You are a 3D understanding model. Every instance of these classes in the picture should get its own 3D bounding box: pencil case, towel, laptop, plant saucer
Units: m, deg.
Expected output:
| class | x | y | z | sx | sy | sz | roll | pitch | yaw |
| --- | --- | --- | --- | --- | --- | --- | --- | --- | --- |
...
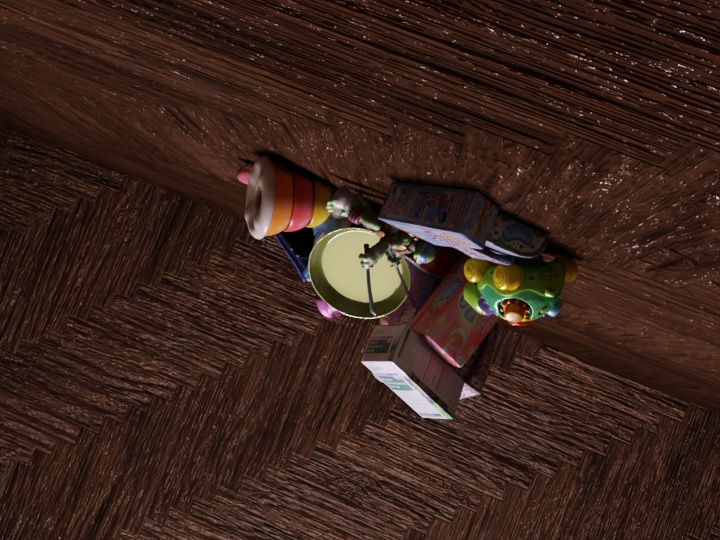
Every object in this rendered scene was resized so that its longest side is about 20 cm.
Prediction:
| class | x | y | z | sx | sy | sz | roll | pitch | yaw |
| --- | --- | --- | --- | --- | --- | --- | --- | --- | --- |
| pencil case | -0.001 | 0.021 | 1.667 | 0.093 | 0.092 | 0.199 | 10 | 151 | -43 |
| towel | -0.119 | -0.058 | 1.807 | 0.146 | 0.024 | 0.200 | 55 | -158 | -1 |
| laptop | -0.087 | -0.096 | 1.758 | 0.201 | 0.103 | 0.177 | 54 | -159 | -1 |
| plant saucer | 0.000 | 0.000 | 1.565 | 0.198 | 0.202 | 0.031 | 22 | -145 | 0 |

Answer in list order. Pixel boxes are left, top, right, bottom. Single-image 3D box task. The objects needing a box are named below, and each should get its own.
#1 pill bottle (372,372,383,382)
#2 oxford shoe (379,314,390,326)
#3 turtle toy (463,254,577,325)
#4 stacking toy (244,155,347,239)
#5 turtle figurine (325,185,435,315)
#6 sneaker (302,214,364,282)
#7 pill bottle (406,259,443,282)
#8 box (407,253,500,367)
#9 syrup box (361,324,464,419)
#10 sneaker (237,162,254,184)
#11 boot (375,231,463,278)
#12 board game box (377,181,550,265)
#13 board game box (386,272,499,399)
| class | x | y | z | sx | sy | sz | roll | pitch | yaw |
| --- | --- | --- | --- | --- | --- | --- | --- | --- | --- |
| pill bottle | 0.103 | 0.180 | 1.729 | 0.110 | 0.112 | 0.199 | 20 | -168 | 31 |
| oxford shoe | 0.073 | 0.123 | 1.783 | 0.071 | 0.072 | 0.200 | 23 | 176 | 14 |
| turtle toy | 0.230 | 0.028 | 1.273 | 0.144 | 0.103 | 0.199 | -6 | -170 | -27 |
| stacking toy | -0.102 | -0.125 | 1.509 | 0.197 | 0.149 | 0.146 | 4 | -176 | -23 |
| turtle figurine | 0.021 | -0.037 | 1.400 | 0.194 | 0.201 | 0.143 | 42 | -135 | 23 |
| sneaker | -0.061 | -0.063 | 1.627 | 0.090 | 0.201 | 0.078 | 45 | -148 | 20 |
| pill bottle | 0.125 | -0.010 | 1.700 | 0.198 | 0.110 | 0.109 | 22 | 177 | 11 |
| box | 0.190 | 0.063 | 1.505 | 0.095 | 0.201 | 0.102 | 42 | 171 | -17 |
| syrup box | 0.097 | 0.184 | 1.504 | 0.078 | 0.082 | 0.200 | -7 | 140 | 44 |
| sneaker | -0.174 | -0.149 | 1.630 | 0.198 | 0.088 | 0.074 | 20 | 176 | 30 |
| boot | 0.126 | -0.042 | 1.549 | 0.198 | 0.073 | 0.144 | 26 | 175 | -5 |
| board game box | 0.149 | -0.060 | 1.150 | 0.198 | 0.062 | 0.200 | 23 | 177 | -17 |
| board game box | 0.155 | 0.133 | 1.627 | 0.199 | 0.161 | 0.096 | 34 | 148 | -21 |
